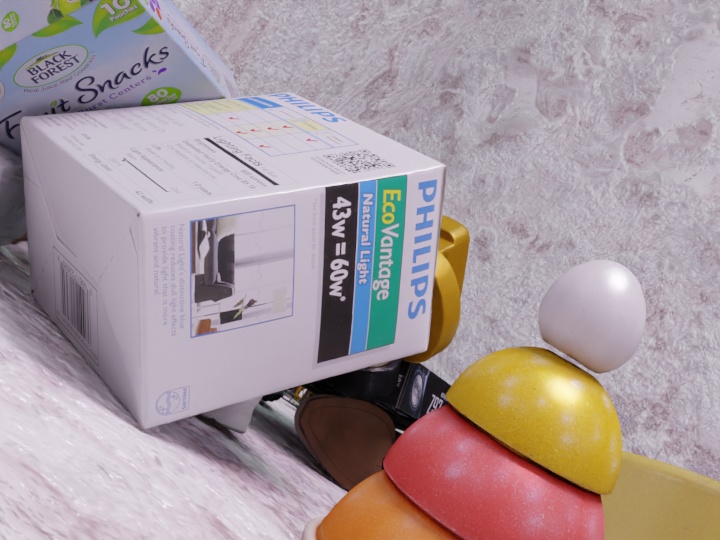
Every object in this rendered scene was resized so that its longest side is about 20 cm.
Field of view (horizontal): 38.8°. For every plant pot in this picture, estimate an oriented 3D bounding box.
[{"bbox_3d":[0.255,0.267,0.925,0.175,0.202,0.200,28,-6,21],"label":"plant pot"}]

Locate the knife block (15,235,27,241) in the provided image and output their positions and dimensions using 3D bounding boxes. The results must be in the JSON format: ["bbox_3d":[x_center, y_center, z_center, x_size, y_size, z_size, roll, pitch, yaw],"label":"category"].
[{"bbox_3d":[-0.269,-0.115,0.889,0.064,0.177,0.200,36,-4,-11],"label":"knife block"}]

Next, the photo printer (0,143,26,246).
[{"bbox_3d":[-0.317,-0.099,0.693,0.199,0.070,0.166,37,-2,-5],"label":"photo printer"}]

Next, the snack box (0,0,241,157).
[{"bbox_3d":[-0.176,-0.126,0.688,0.054,0.140,0.200,67,8,21],"label":"snack box"}]

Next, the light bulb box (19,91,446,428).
[{"bbox_3d":[-0.083,-0.023,0.639,0.197,0.127,0.198,-11,27,-33],"label":"light bulb box"}]

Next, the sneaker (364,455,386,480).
[{"bbox_3d":[0.064,0.155,0.814,0.086,0.077,0.199,15,14,21],"label":"sneaker"}]

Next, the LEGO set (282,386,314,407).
[{"bbox_3d":[-0.084,0.077,1.189,0.199,0.117,0.154,37,-3,-21],"label":"LEGO set"}]

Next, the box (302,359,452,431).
[{"bbox_3d":[0.017,0.111,0.948,0.158,0.044,0.200,14,-14,33],"label":"box"}]

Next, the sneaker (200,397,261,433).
[{"bbox_3d":[-0.134,0.036,0.754,0.199,0.081,0.070,33,-2,29],"label":"sneaker"}]

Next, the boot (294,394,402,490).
[{"bbox_3d":[-0.015,0.150,0.920,0.199,0.071,0.145,40,-11,-33],"label":"boot"}]

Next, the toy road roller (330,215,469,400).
[{"bbox_3d":[0.000,0.000,0.840,0.199,0.125,0.145,31,38,35],"label":"toy road roller"}]

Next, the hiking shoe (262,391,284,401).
[{"bbox_3d":[-0.141,0.044,1.026,0.199,0.087,0.074,36,-3,1],"label":"hiking shoe"}]

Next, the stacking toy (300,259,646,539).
[{"bbox_3d":[0.076,0.089,0.473,0.145,0.202,0.146,31,3,-2],"label":"stacking toy"}]
